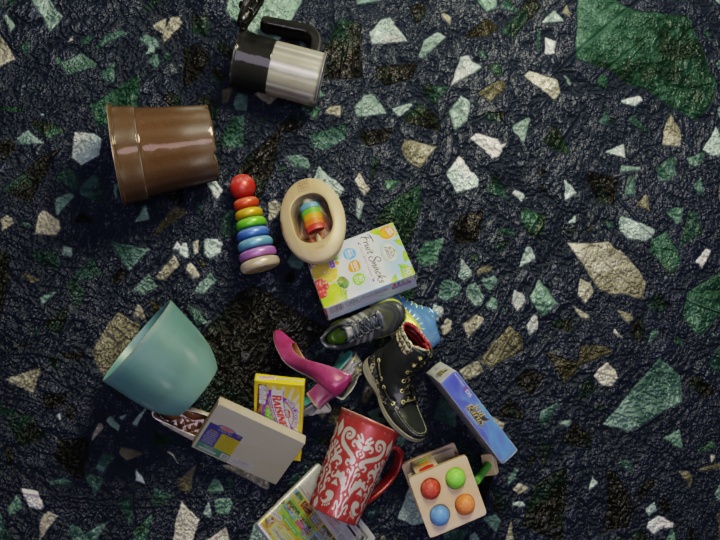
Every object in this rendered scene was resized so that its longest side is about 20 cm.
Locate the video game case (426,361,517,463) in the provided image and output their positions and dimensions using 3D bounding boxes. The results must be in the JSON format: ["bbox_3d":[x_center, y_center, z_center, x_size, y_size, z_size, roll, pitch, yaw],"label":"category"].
[{"bbox_3d":[0.221,0.282,1.657,0.045,0.181,0.201,-38,92,-5],"label":"video game case"}]

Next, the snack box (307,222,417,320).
[{"bbox_3d":[0.000,0.000,1.679,0.197,0.053,0.144,-20,56,-4],"label":"snack box"}]

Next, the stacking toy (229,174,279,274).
[{"bbox_3d":[-0.229,-0.099,1.691,0.084,0.085,0.204,-15,83,-4],"label":"stacking toy"}]

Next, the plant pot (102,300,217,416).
[{"bbox_3d":[-0.381,0.189,1.617,0.161,0.200,0.201,43,87,-12],"label":"plant pot"}]

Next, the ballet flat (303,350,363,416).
[{"bbox_3d":[-0.069,0.255,1.698,0.200,0.072,0.072,-41,92,-2],"label":"ballet flat"}]

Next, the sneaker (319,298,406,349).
[{"bbox_3d":[0.004,0.118,1.658,0.198,0.081,0.075,-27,88,24],"label":"sneaker"}]

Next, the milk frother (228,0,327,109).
[{"bbox_3d":[-0.158,-0.446,1.638,0.185,0.200,0.184,13,84,-4],"label":"milk frother"}]

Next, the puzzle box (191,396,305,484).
[{"bbox_3d":[-0.226,0.345,1.654,0.198,0.026,0.134,28,118,-15],"label":"puzzle box"}]

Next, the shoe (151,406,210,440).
[{"bbox_3d":[-0.338,0.320,1.682,0.197,0.053,0.071,22,88,-3],"label":"shoe"}]

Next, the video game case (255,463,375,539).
[{"bbox_3d":[-0.090,0.533,1.673,0.181,0.023,0.201,-39,93,-31],"label":"video game case"}]

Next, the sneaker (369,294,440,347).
[{"bbox_3d":[0.096,0.092,1.718,0.104,0.076,0.202,-26,80,-33],"label":"sneaker"}]

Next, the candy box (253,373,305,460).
[{"bbox_3d":[-0.165,0.299,1.656,0.100,0.027,0.203,4,120,-1],"label":"candy box"}]

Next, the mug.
[{"bbox_3d":[0.002,0.405,1.652,0.175,0.133,0.203,25,79,-8],"label":"mug"}]

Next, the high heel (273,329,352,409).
[{"bbox_3d":[-0.100,0.177,1.665,0.096,0.067,0.201,-42,58,7],"label":"high heel"}]

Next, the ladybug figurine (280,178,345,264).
[{"bbox_3d":[-0.094,-0.097,1.675,0.133,0.072,0.203,-16,64,5],"label":"ladybug figurine"}]

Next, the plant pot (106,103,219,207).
[{"bbox_3d":[-0.388,-0.240,1.631,0.195,0.200,0.204,-9,90,-12],"label":"plant pot"}]

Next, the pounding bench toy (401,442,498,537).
[{"bbox_3d":[0.202,0.430,1.666,0.197,0.156,0.126,-21,90,-4],"label":"pounding bench toy"}]

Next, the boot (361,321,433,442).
[{"bbox_3d":[0.096,0.220,1.625,0.154,0.073,0.205,-51,60,35],"label":"boot"}]
